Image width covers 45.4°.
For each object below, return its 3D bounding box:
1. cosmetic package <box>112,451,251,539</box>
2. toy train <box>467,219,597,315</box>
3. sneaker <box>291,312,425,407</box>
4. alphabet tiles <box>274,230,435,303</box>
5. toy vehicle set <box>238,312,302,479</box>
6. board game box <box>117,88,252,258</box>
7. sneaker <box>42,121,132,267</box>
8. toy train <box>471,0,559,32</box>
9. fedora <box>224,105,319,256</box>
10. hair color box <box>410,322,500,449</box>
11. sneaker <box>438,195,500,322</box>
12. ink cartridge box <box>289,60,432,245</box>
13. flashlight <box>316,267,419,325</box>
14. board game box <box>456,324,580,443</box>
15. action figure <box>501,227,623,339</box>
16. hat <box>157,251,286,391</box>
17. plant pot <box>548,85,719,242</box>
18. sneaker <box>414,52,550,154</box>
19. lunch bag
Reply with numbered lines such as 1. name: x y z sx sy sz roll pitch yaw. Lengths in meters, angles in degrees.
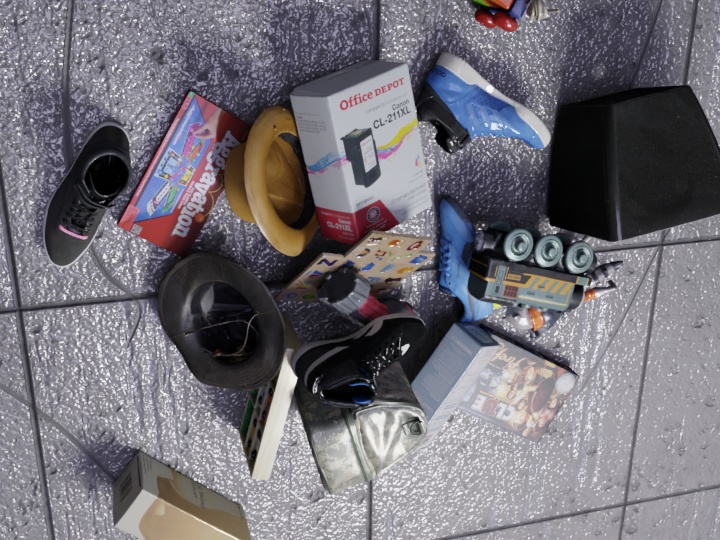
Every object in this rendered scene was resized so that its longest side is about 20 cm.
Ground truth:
1. cosmetic package: -0.261 0.360 1.263 0.199 0.105 0.071 36 97 -27
2. toy train: 0.243 -0.001 1.224 0.197 0.085 0.116 10 101 -23
3. sneaker: 0.018 0.127 1.134 0.198 0.112 0.074 -17 123 -20
4. alphabet tiles: 0.000 0.000 1.166 0.165 0.008 0.200 5 150 -36
5. toy vehicle set: -0.129 0.175 1.220 0.026 0.124 0.203 10 107 -20
6. board game box: -0.228 -0.124 1.132 0.102 0.019 0.202 26 101 -26
7. sneaker: -0.343 -0.082 1.067 0.070 0.099 0.202 23 103 -26
8. toy train: 0.164 -0.359 1.067 0.114 0.200 0.086 23 103 -19
9. fedora: -0.119 -0.113 1.114 0.081 0.201 0.203 -1 117 24
10. hair color box: 0.121 0.176 1.302 0.201 0.060 0.099 -57 157 12
11. sneaker: 0.144 -0.010 1.268 0.078 0.066 0.202 -24 116 -3
12. ink cartridge box: 0.004 -0.157 1.129 0.145 0.082 0.203 -30 120 -33
13. flashlight: 0.020 0.050 1.204 0.200 0.067 0.068 40 71 -57
14. board game box: 0.243 0.187 1.392 0.198 0.035 0.137 25 101 -24
15. action figure: 0.292 0.014 1.306 0.193 0.104 0.201 -36 120 -13
16. hat: -0.175 0.060 1.176 0.198 0.081 0.204 8 113 18
17. plant pot: 0.384 -0.161 1.226 0.197 0.199 0.180 -15 103 -11
18. sneaker: 0.164 -0.199 1.192 0.199 0.077 0.112 32 93 -21
19. lunch bag: -0.002 0.193 1.230 0.165 0.200 0.141 -18 118 -6
